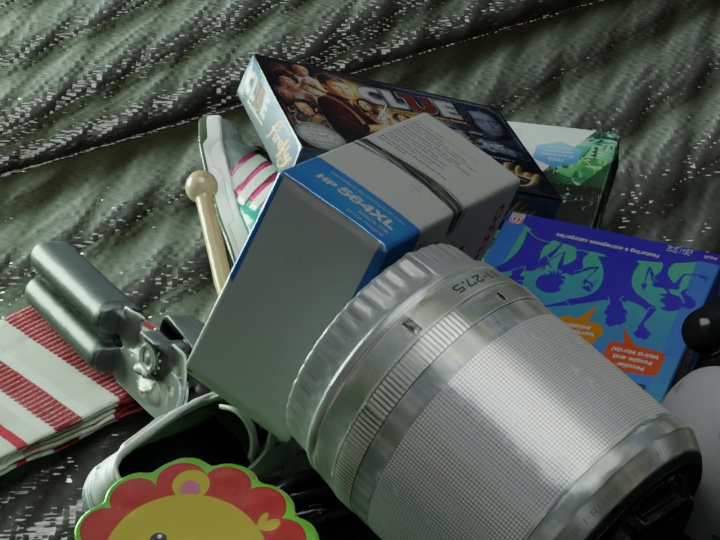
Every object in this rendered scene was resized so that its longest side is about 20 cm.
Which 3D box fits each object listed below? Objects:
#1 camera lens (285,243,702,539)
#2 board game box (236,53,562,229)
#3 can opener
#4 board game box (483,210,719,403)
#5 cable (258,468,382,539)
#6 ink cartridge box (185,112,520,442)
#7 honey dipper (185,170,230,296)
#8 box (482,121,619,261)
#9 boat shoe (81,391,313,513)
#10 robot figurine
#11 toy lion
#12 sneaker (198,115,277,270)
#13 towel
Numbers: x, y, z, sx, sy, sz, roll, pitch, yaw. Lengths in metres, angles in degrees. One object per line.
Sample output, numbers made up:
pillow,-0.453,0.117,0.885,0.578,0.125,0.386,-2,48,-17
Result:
camera lens,0.077,0.102,1.262,0.200,0.160,0.160,41,49,22
board game box,0.026,-0.086,1.568,0.199,0.035,0.136,10,28,-26
can opener,-0.149,0.039,1.469,0.067,0.054,0.200,-2,25,-33
board game box,0.132,0.055,1.441,0.152,0.045,0.200,12,47,19
cable,-0.044,0.183,1.280,0.199,0.051,0.163,-14,36,-19
ink cartridge box,0.000,0.000,1.372,0.084,0.146,0.200,34,27,16
honey dipper,-0.088,0.012,1.488,0.038,0.038,0.201,-8,55,-9
box,0.101,-0.044,1.628,0.144,0.036,0.200,7,36,12
boat shoe,-0.072,0.104,1.362,0.200,0.065,0.074,-27,77,-33
robot figurine,0.264,0.091,1.338,0.200,0.125,0.150,-23,40,-30
toy lion,-0.104,0.193,1.208,0.191,0.069,0.200,-19,48,-13
sneaker,-0.045,-0.051,1.598,0.120,0.084,0.200,-12,43,-7
towel,-0.220,0.075,1.476,0.200,0.023,0.144,-25,38,-34
